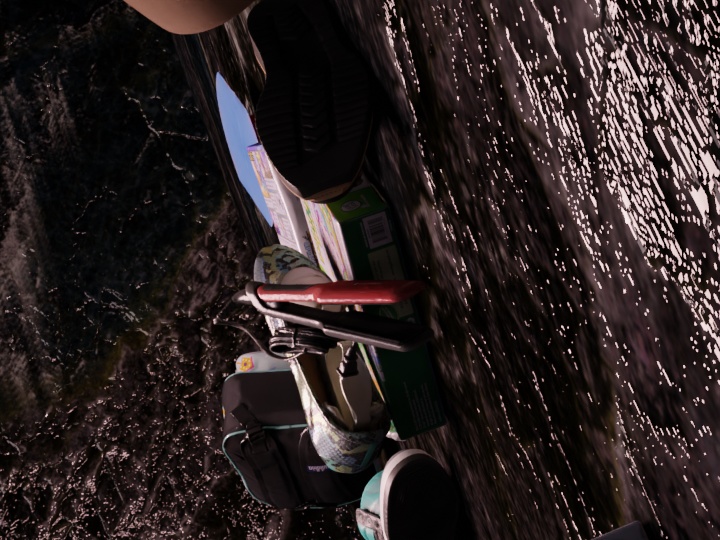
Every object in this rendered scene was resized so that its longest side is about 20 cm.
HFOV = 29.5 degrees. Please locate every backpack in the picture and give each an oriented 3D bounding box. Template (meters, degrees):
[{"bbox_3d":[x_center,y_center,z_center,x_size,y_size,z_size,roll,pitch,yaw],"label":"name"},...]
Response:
[{"bbox_3d":[-0.060,0.180,1.538,0.201,0.174,0.154,76,-172,-47],"label":"backpack"}]

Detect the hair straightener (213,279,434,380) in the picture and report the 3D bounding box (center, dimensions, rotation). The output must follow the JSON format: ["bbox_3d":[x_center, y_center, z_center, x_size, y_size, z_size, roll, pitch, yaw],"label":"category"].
[{"bbox_3d":[-0.030,0.047,0.987,0.199,0.041,0.078,-2,108,38],"label":"hair straightener"}]

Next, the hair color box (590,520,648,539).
[{"bbox_3d":[0.111,0.191,0.667,0.200,0.060,0.100,90,158,-73],"label":"hair color box"}]

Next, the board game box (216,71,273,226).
[{"bbox_3d":[-0.126,-0.155,1.668,0.200,0.039,0.159,-127,23,-53],"label":"board game box"}]

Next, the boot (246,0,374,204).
[{"bbox_3d":[-0.018,-0.081,0.916,0.201,0.077,0.139,-98,-8,-47],"label":"boot"}]

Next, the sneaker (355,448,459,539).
[{"bbox_3d":[0.041,0.205,1.200,0.121,0.083,0.201,47,159,49],"label":"sneaker"}]

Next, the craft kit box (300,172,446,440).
[{"bbox_3d":[0.000,0.000,1.087,0.198,0.048,0.201,-116,9,-61],"label":"craft kit box"}]

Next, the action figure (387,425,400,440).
[{"bbox_3d":[0.015,0.114,1.258,0.200,0.054,0.119,-160,53,-76],"label":"action figure"}]

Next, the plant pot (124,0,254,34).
[{"bbox_3d":[-0.146,-0.270,0.979,0.175,0.199,0.201,52,-172,-45],"label":"plant pot"}]

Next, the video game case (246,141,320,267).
[{"bbox_3d":[-0.060,-0.049,1.399,0.200,0.045,0.183,-152,41,-80],"label":"video game case"}]

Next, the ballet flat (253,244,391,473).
[{"bbox_3d":[-0.025,0.055,1.058,0.074,0.074,0.201,88,159,-69],"label":"ballet flat"}]
